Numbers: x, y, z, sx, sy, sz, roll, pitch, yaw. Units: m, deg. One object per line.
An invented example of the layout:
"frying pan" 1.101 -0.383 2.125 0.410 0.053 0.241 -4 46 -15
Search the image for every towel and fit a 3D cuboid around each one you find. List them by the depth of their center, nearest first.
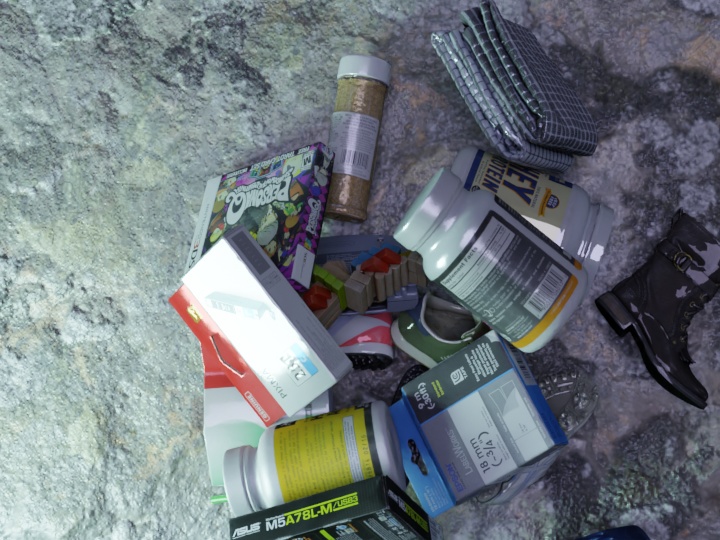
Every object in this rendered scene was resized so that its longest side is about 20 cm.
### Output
"towel" 0.193 -0.220 1.241 0.085 0.164 0.202 -36 72 29

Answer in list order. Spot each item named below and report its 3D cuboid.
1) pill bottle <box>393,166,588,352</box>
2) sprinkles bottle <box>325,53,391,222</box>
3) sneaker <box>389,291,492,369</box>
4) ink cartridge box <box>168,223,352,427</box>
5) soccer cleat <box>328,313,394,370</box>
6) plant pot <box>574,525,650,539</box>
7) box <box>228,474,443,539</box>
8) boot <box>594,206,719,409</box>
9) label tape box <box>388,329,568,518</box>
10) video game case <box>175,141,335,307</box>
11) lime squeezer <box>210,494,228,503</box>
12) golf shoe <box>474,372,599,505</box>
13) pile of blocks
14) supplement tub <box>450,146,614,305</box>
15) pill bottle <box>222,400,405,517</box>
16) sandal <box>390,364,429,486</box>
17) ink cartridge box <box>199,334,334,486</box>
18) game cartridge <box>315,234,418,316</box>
"pill bottle" 0.140 -0.013 1.125 0.199 0.116 0.117 38 87 -4
"sprinkles bottle" -0.009 -0.166 1.306 0.067 0.068 0.204 9 85 5
"sneaker" 0.135 0.094 1.243 0.198 0.090 0.068 29 49 -1
"ink cartridge box" -0.128 0.076 1.169 0.201 0.045 0.176 51 128 0
"soccer cleat" -0.054 0.078 1.293 0.196 0.068 0.075 3 65 5
"plant pot" 0.254 0.410 1.170 0.176 0.200 0.204 -9 84 9
"box" -0.021 0.307 1.178 0.190 0.200 0.048 -18 54 16
"boot" 0.402 0.045 1.257 0.173 0.069 0.201 -39 81 0
"label tape box" 0.115 0.181 1.185 0.199 0.063 0.146 -34 72 20
"video game case" -0.126 -0.047 1.236 0.198 0.036 0.184 -12 56 38
"lime squeezer" -0.090 0.286 1.269 0.196 0.071 0.038 13 65 5
"golf shoe" 0.210 0.205 1.248 0.199 0.097 0.079 -41 51 5
"pile of blocks" 0.000 0.000 1.179 0.197 0.063 0.083 -25 57 -12
"supplement tub" 0.189 -0.050 1.243 0.197 0.145 0.147 20 86 5
"pill bottle" -0.054 0.225 1.192 0.196 0.111 0.113 -14 83 5
"sandal" 0.045 0.214 1.280 0.075 0.048 0.202 31 74 7
"ink cartridge box" -0.112 0.159 1.252 0.157 0.050 0.204 -4 111 4
"game cartridge" -0.030 0.005 1.263 0.196 0.134 0.041 -4 127 3
